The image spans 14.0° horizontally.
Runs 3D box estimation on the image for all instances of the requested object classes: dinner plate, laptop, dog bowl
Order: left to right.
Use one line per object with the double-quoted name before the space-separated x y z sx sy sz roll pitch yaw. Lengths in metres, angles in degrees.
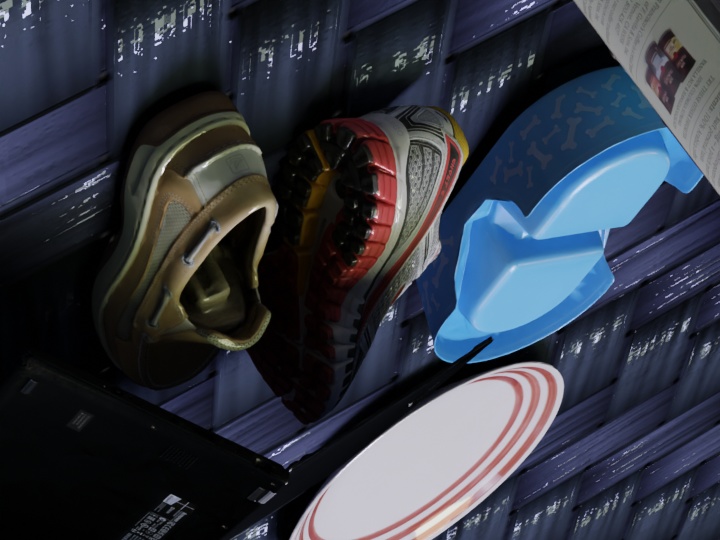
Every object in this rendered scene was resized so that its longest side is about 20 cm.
"laptop" -0.077 0.069 1.350 0.187 0.199 0.116 -44 -156 56
"dinner plate" 0.034 0.115 1.727 0.200 0.024 0.200 -31 157 -15
"dog bowl" 0.097 -0.029 1.489 0.111 0.050 0.200 -9 149 -38

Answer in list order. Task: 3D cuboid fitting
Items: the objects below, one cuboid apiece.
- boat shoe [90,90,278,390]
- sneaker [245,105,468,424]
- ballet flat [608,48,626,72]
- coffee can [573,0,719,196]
"boat shoe" -0.073 0.008 1.301 0.072 0.076 0.200 -29 157 -21
"sneaker" 0.000 0.000 1.391 0.082 0.078 0.200 -22 153 -35
"ballet flat" 0.199 -0.156 1.420 0.200 0.070 0.066 -27 128 -29
"coffee can" 0.170 -0.126 1.230 0.146 0.200 0.147 -29 157 -13
